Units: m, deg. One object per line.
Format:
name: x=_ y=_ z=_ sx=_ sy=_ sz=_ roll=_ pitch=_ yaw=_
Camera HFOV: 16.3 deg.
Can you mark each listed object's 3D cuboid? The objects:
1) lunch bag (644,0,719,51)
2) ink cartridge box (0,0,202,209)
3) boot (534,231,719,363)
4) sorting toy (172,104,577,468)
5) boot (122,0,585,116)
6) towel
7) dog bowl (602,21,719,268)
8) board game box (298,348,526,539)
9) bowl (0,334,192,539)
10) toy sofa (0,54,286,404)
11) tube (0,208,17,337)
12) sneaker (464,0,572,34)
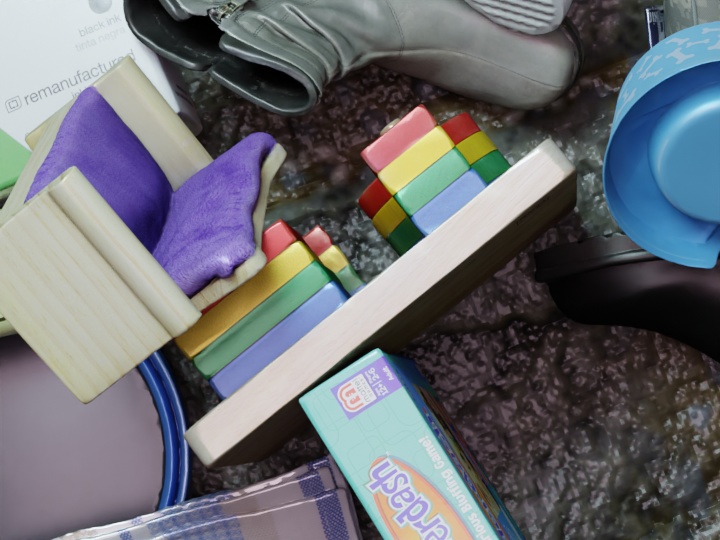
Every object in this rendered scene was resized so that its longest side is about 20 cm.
lunch bag: x=0.230 y=-0.162 z=1.170 sx=0.199 sy=0.139 sz=0.168 roll=-7 pitch=110 yaw=4
ink cartridge box: x=-0.183 y=-0.136 z=1.230 sx=0.146 sy=0.083 sz=0.200 roll=-23 pitch=85 yaw=3
boot: x=0.187 y=0.057 z=1.189 sx=0.210 sy=0.079 sz=0.158 roll=1 pitch=87 yaw=5
sorting toy: x=0.000 y=0.000 z=1.149 sx=0.200 sy=0.199 sz=0.070 roll=-39 pitch=84 yaw=2
boot: x=-0.004 y=-0.104 z=1.186 sx=0.200 sy=0.131 sz=0.068 roll=23 pitch=128 yaw=11
towel: x=-0.086 y=0.180 z=1.206 sx=0.199 sy=0.024 sz=0.147 roll=-16 pitch=106 yaw=-3
dog bowl: x=0.204 y=-0.053 z=1.116 sx=0.199 sy=0.050 sz=0.112 roll=8 pitch=127 yaw=-8
board game box: x=0.039 y=0.111 z=1.139 sx=0.045 sy=0.200 sz=0.152 roll=-32 pitch=84 yaw=2
bowl: x=-0.181 y=0.094 z=1.239 sx=0.200 sy=0.039 sz=0.201 roll=0 pitch=86 yaw=5
toy sofa: x=-0.098 y=-0.031 z=1.087 sx=0.098 sy=0.200 sz=0.083 roll=-37 pitch=104 yaw=13
tube: x=-0.181 y=0.003 z=1.203 sx=0.199 sy=0.052 sz=0.058 roll=-16 pitch=129 yaw=-3
sneaker: x=0.040 y=-0.212 z=1.147 sx=0.200 sy=0.073 sz=0.114 roll=44 pitch=59 yaw=-34
